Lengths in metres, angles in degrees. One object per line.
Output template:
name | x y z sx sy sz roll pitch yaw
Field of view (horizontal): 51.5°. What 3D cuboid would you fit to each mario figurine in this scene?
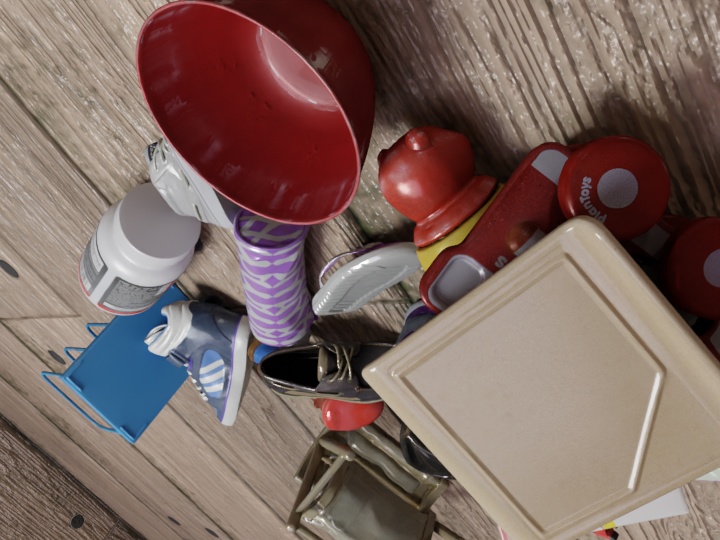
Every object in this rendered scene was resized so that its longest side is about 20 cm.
mario figurine | -0.046 0.135 0.984 0.200 0.106 0.123 24 -175 33

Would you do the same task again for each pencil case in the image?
pencil case | -0.091 0.007 0.837 0.085 0.084 0.200 -7 145 -6

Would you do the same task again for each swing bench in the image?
swing bench | 0.019 0.311 1.004 0.199 0.130 0.200 38 -176 -6

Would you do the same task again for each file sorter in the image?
file sorter | -0.335 0.122 1.083 0.123 0.200 0.139 -5 130 47

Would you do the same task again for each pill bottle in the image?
pill bottle | -0.271 -0.024 0.919 0.116 0.116 0.200 42 146 -11

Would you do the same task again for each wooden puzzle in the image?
wooden puzzle | 0.127 0.083 0.488 0.200 0.037 0.185 -38 97 30

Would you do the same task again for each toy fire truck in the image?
toy fire truck | 0.162 0.012 0.516 0.200 0.168 0.112 37 -174 -3

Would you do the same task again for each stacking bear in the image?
stacking bear | 0.094 -0.030 0.604 0.200 0.114 0.121 50 163 -8

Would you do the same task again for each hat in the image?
hat | 0.092 0.205 0.924 0.200 0.081 0.201 24 146 18

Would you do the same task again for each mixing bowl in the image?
mixing bowl | -0.064 -0.146 0.594 0.200 0.108 0.200 22 144 17

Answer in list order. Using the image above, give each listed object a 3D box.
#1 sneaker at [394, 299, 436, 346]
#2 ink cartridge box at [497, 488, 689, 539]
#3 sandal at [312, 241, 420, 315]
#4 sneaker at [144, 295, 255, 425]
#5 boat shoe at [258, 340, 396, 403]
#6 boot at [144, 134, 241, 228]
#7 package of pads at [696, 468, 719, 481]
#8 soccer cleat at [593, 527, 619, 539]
sneaker | 0.115 0.077 0.737 0.200 0.088 0.074 -8 129 46
ink cartridge box | 0.225 0.190 0.686 0.200 0.116 0.068 -18 82 16
sandal | -0.007 0.001 0.776 0.203 0.082 0.050 -38 62 57
sneaker | -0.230 0.126 1.056 0.146 0.081 0.200 14 126 0
boat shoe | -0.028 0.119 0.873 0.200 0.075 0.073 -9 163 18
boot | -0.186 -0.121 0.759 0.095 0.074 0.200 9 140 23
package of pads | 0.252 0.105 0.596 0.200 0.154 0.068 -12 96 49
soccer cleat | 0.254 0.222 0.821 0.085 0.069 0.200 26 147 38
